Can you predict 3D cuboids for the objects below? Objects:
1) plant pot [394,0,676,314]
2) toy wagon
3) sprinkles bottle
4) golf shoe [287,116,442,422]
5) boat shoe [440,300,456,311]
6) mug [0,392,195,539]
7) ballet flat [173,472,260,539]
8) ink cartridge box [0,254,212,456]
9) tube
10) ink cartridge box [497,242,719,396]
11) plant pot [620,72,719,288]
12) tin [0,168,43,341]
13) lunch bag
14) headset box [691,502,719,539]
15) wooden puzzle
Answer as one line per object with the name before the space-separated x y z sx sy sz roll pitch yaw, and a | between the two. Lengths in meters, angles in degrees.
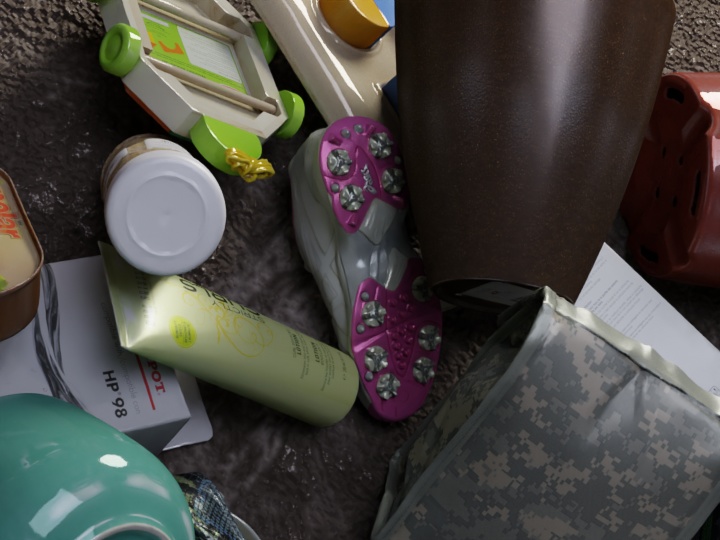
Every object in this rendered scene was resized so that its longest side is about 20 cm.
plant pot | 0.102 -0.079 1.201 0.185 0.187 0.202 12 75 -21
toy wagon | -0.107 -0.128 1.229 0.154 0.040 0.201 18 39 -41
sprinkles bottle | -0.121 -0.043 1.124 0.067 0.200 0.069 -1 98 -9
golf shoe | 0.000 0.000 1.246 0.075 0.091 0.202 -11 93 -30
boat shoe | 0.102 -0.038 1.310 0.199 0.075 0.062 -33 79 -26
mug | -0.164 0.171 1.008 0.151 0.114 0.187 -15 115 -40
ballet flat | -0.059 0.201 1.112 0.074 0.074 0.201 -35 87 -36
ink cartridge box | -0.180 0.059 1.119 0.198 0.067 0.117 -11 69 -31
tube | -0.080 0.045 1.138 0.199 0.058 0.052 27 84 -44
ink cartridge box | 0.169 0.053 1.263 0.200 0.039 0.099 45 64 6
plant pot | 0.306 -0.062 1.374 0.193 0.201 0.203 3 63 -16
tin | -0.246 -0.015 1.076 0.111 0.042 0.200 -7 29 -18
lunch bag | 0.127 0.118 1.157 0.163 0.201 0.118 34 27 -7
headset box | 0.267 0.220 1.188 0.173 0.200 0.094 23 57 -14
wooden puzzle | 0.039 -0.153 1.336 0.199 0.046 0.186 -21 76 -48
